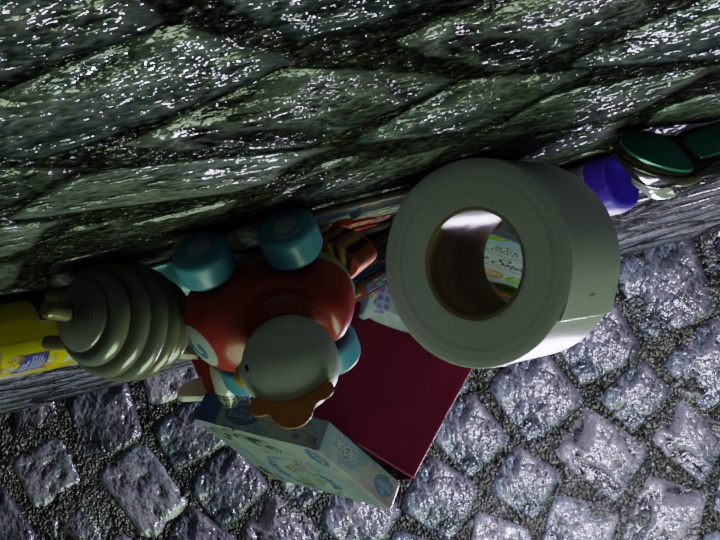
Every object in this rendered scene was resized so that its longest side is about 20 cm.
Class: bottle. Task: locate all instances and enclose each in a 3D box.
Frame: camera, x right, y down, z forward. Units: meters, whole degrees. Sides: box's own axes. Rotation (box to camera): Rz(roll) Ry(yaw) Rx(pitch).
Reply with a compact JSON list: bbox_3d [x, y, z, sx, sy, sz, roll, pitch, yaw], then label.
[{"bbox_3d":[0.223,-0.076,1.574,0.199,0.066,0.083,-18,168,42],"label":"bottle"}]

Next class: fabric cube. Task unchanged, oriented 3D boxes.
[{"bbox_3d":[0.015,0.140,1.766,0.195,0.200,0.200,30,165,-4],"label":"fabric cube"}]

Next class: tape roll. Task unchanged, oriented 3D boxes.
[{"bbox_3d":[0.142,-0.009,1.346,0.201,0.205,0.139,-17,173,30],"label":"tape roll"}]

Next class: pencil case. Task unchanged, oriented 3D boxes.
[{"bbox_3d":[0.097,0.047,1.615,0.198,0.084,0.091,19,175,-4],"label":"pencil case"}]

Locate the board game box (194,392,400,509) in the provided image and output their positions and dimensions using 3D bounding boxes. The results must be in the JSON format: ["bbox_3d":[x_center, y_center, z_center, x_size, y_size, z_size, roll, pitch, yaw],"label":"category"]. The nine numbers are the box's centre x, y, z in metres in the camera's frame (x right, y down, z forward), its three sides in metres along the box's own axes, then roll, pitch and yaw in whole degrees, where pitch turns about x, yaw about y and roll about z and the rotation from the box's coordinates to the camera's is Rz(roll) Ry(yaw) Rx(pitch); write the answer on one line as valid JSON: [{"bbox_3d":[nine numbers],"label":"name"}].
[{"bbox_3d":[-0.078,0.229,1.715,0.198,0.044,0.200,10,156,35],"label":"board game box"}]

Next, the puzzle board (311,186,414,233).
[{"bbox_3d":[0.001,-0.058,1.471,0.198,0.018,0.151,-15,175,3],"label":"puzzle board"}]

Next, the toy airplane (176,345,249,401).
[{"bbox_3d":[-0.199,0.085,1.775,0.198,0.142,0.200,19,-154,27],"label":"toy airplane"}]

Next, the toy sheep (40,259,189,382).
[{"bbox_3d":[-0.250,0.052,1.389,0.137,0.139,0.199,-17,168,35],"label":"toy sheep"}]

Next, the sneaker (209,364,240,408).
[{"bbox_3d":[-0.125,0.091,1.705,0.076,0.081,0.200,11,-146,32],"label":"sneaker"}]

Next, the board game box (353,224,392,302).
[{"bbox_3d":[0.000,0.000,1.580,0.199,0.019,0.103,-30,-156,36],"label":"board game box"}]

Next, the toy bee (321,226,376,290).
[{"bbox_3d":[-0.068,0.012,1.471,0.200,0.109,0.131,-50,170,24],"label":"toy bee"}]

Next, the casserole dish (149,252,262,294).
[{"bbox_3d":[-0.191,0.012,1.588,0.120,0.039,0.200,-17,173,28],"label":"casserole dish"}]

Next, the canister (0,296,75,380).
[{"bbox_3d":[-0.402,0.080,1.504,0.148,0.087,0.199,-18,174,42],"label":"canister"}]

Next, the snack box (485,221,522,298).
[{"bbox_3d":[0.157,-0.025,1.557,0.141,0.053,0.200,17,163,-4],"label":"snack box"}]

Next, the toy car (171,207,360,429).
[{"bbox_3d":[-0.088,0.079,1.319,0.175,0.185,0.201,-14,-142,6],"label":"toy car"}]

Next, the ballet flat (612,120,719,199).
[{"bbox_3d":[0.331,-0.110,1.425,0.199,0.068,0.069,-9,140,-37],"label":"ballet flat"}]
